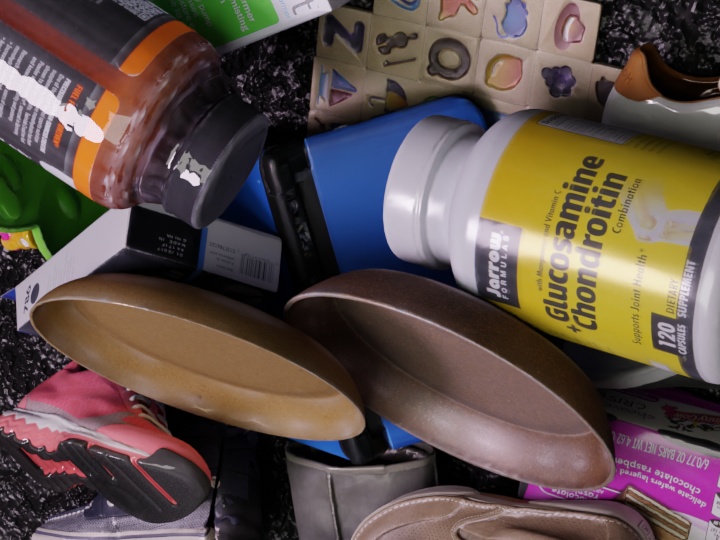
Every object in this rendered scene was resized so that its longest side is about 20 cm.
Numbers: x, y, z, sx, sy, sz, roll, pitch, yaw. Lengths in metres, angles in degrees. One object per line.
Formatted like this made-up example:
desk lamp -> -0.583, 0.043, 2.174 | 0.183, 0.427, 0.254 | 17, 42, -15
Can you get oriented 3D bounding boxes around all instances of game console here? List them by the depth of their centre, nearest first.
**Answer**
game console -> 0.000, 0.000, 1.196 | 0.170, 0.118, 0.202 | 13, 123, 54

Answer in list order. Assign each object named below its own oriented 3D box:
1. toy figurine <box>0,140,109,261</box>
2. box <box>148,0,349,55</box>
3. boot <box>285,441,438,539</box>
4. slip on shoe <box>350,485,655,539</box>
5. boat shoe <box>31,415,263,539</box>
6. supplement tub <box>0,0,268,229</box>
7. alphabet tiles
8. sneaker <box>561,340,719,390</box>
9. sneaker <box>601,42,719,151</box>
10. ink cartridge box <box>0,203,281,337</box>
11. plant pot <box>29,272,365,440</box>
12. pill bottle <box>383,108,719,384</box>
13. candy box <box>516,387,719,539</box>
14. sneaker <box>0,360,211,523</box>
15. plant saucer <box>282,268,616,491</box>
toy figurine -> -0.265, -0.081, 1.240 | 0.183, 0.151, 0.201 | 1, 137, 37
box -> -0.103, -0.220, 1.110 | 0.175, 0.097, 0.201 | -15, 104, 30
boot -> -0.025, 0.205, 1.267 | 0.180, 0.073, 0.202 | -7, 115, 11
slip on shoe -> 0.071, 0.171, 1.150 | 0.198, 0.061, 0.077 | -2, 108, 32
boat shoe -> -0.138, 0.145, 1.301 | 0.199, 0.074, 0.094 | -7, 77, 39
supplement tub -> -0.149, -0.104, 1.061 | 0.199, 0.107, 0.107 | 33, 120, 10
alphabet tiles -> 0.063, -0.087, 1.145 | 0.198, 0.006, 0.168 | 15, 116, 17
sneaker -> 0.205, 0.053, 1.106 | 0.199, 0.071, 0.099 | -14, 134, 46
sneaker -> 0.223, -0.065, 1.047 | 0.198, 0.073, 0.085 | 19, 115, 14
ink cartridge box -> -0.136, 0.014, 1.184 | 0.099, 0.040, 0.200 | 16, 155, -26
plant pot -> -0.088, 0.046, 1.123 | 0.198, 0.200, 0.028 | 12, 72, 18
pill bottle -> 0.115, -0.020, 1.025 | 0.199, 0.112, 0.113 | 16, 117, 30
candy box -> 0.158, 0.167, 1.178 | 0.135, 0.061, 0.202 | 15, 117, 18
sneaker -> -0.152, 0.093, 1.235 | 0.199, 0.087, 0.074 | 9, 144, 48
plant saucer -> 0.052, 0.055, 1.078 | 0.199, 0.035, 0.201 | 25, 161, 9
